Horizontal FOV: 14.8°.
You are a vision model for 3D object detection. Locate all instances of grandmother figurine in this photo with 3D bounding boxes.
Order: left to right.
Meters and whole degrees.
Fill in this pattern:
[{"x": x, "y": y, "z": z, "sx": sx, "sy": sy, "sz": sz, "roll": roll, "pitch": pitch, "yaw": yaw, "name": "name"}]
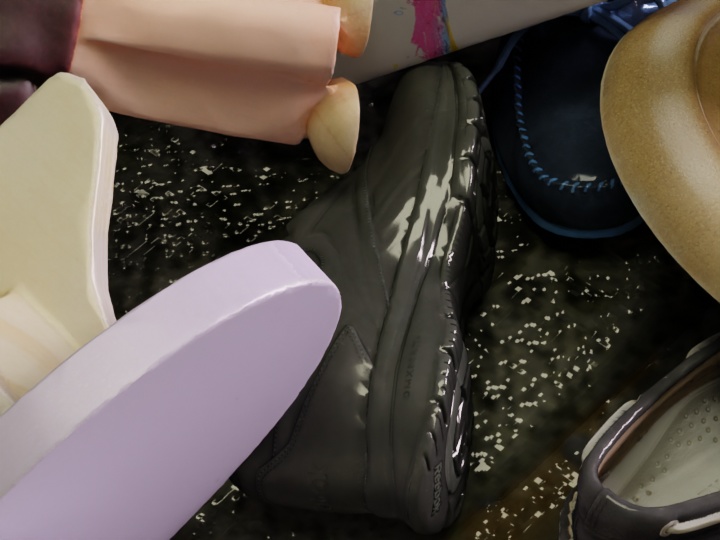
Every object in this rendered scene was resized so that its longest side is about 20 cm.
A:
[{"x": -0.097, "y": -0.087, "z": 0.931, "sx": 0.199, "sy": 0.061, "sz": 0.122, "roll": 6, "pitch": 84, "yaw": -15, "name": "grandmother figurine"}]

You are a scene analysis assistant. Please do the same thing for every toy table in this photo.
[{"x": -0.117, "y": 0.037, "z": 0.867, "sx": 0.200, "sy": 0.184, "sz": 0.117, "roll": -39, "pitch": 69, "yaw": -15, "name": "toy table"}]

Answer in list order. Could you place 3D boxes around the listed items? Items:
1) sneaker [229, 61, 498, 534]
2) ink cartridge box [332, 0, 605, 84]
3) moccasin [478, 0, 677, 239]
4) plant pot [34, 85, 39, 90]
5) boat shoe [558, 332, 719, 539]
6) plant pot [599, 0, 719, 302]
[{"x": 0.000, "y": 0.000, "z": 0.960, "sx": 0.090, "sy": 0.076, "sz": 0.201, "roll": 1, "pitch": 45, "yaw": 11, "name": "sneaker"}, {"x": 0.030, "y": -0.151, "z": 1.019, "sx": 0.199, "sy": 0.085, "sz": 0.145, "roll": -18, "pitch": 35, "yaw": 27, "name": "ink cartridge box"}, {"x": 0.081, "y": -0.101, "z": 1.049, "sx": 0.080, "sy": 0.068, "sz": 0.201, "roll": 0, "pitch": 48, "yaw": 1, "name": "moccasin"}, {"x": -0.151, "y": -0.145, "z": 1.033, "sx": 0.186, "sy": 0.187, "sz": 0.201, "roll": -5, "pitch": 64, "yaw": -4, "name": "plant pot"}, {"x": 0.144, "y": 0.043, "z": 0.924, "sx": 0.199, "sy": 0.061, "sz": 0.074, "roll": -30, "pitch": 53, "yaw": -24, "name": "boat shoe"}, {"x": 0.178, "y": -0.034, "z": 0.955, "sx": 0.199, "sy": 0.028, "sz": 0.201, "roll": 17, "pitch": 40, "yaw": -14, "name": "plant pot"}]
